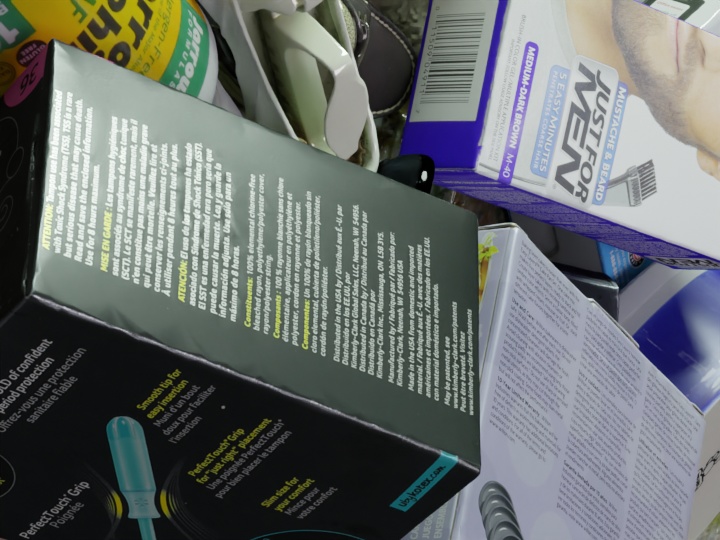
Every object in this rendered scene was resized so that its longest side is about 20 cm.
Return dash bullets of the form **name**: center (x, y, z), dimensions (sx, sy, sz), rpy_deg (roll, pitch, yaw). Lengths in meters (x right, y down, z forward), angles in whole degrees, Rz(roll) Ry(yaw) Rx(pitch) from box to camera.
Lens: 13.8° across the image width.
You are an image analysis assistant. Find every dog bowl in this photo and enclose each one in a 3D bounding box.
- **dog bowl**: center (0.155, 0.087, 1.598), dimensions (0.200, 0.079, 0.200), rpy_deg (-44, 160, -21)

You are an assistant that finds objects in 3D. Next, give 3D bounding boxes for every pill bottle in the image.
- **pill bottle**: center (-0.126, -0.094, 1.192), dimensions (0.113, 0.113, 0.200), rpy_deg (-57, 141, -15)

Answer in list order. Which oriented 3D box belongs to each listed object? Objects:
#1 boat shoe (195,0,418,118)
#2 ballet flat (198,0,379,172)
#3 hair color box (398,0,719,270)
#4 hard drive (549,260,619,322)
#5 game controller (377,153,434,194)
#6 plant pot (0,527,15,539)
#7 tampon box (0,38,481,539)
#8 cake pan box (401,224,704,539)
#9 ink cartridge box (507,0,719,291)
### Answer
- **boat shoe**: center (-0.030, -0.103, 1.344), dimensions (0.200, 0.065, 0.073), rpy_deg (17, 95, -53)
- **ballet flat**: center (-0.029, -0.110, 1.241), dimensions (0.069, 0.069, 0.200), rpy_deg (-45, 139, -28)
- **hair color box**: center (0.118, -0.075, 1.449), dimensions (0.200, 0.065, 0.110), rpy_deg (17, 81, -41)
- **hard drive**: center (0.055, 0.079, 1.489), dimensions (0.042, 0.134, 0.201), rpy_deg (-61, 162, -65)
- **game controller**: center (0.000, 0.000, 1.364), dimensions (0.105, 0.042, 0.200), rpy_deg (-63, -174, -5)
- **plant pot**: center (-0.123, 0.077, 1.262), dimensions (0.201, 0.201, 0.093), rpy_deg (-19, 163, -45)
- **tampon box**: center (-0.074, 0.029, 1.157), dimensions (0.200, 0.150, 0.127), rpy_deg (23, 47, -26)
- **cake pan box**: center (0.080, 0.106, 1.280), dimensions (0.200, 0.052, 0.185), rpy_deg (41, 53, -46)
- **ink cartridge box**: center (0.162, -0.087, 1.586), dimensions (0.200, 0.068, 0.116), rpy_deg (-41, 135, -30)
